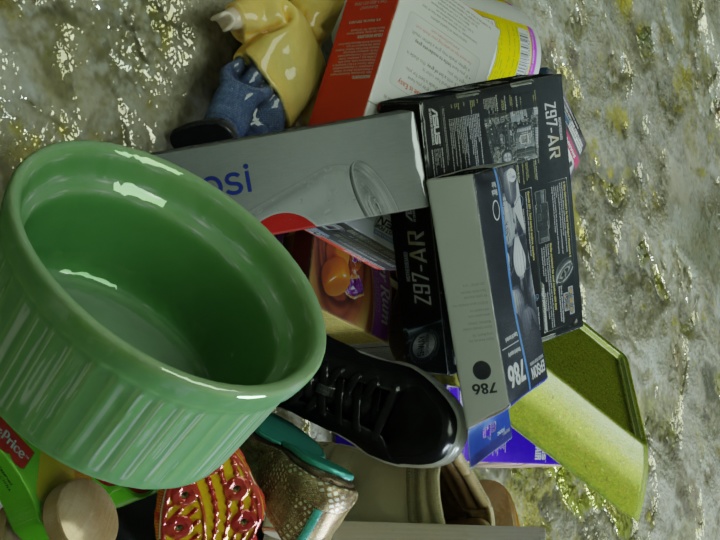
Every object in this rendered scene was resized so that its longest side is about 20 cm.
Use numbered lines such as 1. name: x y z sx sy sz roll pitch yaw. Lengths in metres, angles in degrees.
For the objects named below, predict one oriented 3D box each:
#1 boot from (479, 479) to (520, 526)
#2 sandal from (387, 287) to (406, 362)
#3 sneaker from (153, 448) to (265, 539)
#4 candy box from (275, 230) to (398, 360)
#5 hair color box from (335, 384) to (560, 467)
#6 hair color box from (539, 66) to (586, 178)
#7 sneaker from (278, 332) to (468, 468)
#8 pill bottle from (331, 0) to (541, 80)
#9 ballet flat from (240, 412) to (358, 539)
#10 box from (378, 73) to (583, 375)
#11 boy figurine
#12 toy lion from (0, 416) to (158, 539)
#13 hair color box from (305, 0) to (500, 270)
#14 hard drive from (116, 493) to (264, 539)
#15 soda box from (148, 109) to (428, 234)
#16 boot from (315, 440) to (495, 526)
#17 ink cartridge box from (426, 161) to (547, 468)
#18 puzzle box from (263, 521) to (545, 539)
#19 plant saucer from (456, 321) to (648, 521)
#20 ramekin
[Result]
1. boot: 0.132 0.284 1.512 0.144 0.071 0.202 8 83 -61
2. sandal: 0.075 0.003 1.366 0.055 0.082 0.200 78 20 -51
3. sneaker: -0.098 0.169 1.084 0.077 0.073 0.200 -119 -160 -44
4. candy box: 0.000 0.000 1.352 0.200 0.056 0.117 29 62 -52
5. hair color box: 0.078 0.130 1.404 0.200 0.109 0.065 8 79 -55
6. hair color box: 0.138 -0.084 1.561 0.100 0.060 0.200 58 43 -34
7. sneaker: -0.031 0.085 1.186 0.112 0.200 0.073 5 106 -53
8. pill bottle: 0.062 -0.189 1.422 0.200 0.104 0.105 4 83 -55
9. ballet flat: -0.053 0.141 1.136 0.070 0.200 0.065 25 90 -11
10. box: 0.093 -0.038 1.267 0.160 0.043 0.200 -17 105 -43
11. boy figurine: -0.070 -0.153 1.261 0.124 0.064 0.200 55 44 -37
12. toy lion: -0.186 0.071 1.036 0.200 0.069 0.192 50 39 -21
13. hair color box: 0.024 -0.111 1.269 0.111 0.064 0.200 29 72 -41
14. hard drive: -0.127 0.143 1.166 0.200 0.033 0.140 61 41 -32
15. soda box: -0.058 -0.060 1.154 0.063 0.200 0.068 -144 -136 -81
16. boot: 0.029 0.220 1.277 0.073 0.155 0.200 -28 109 -54
17. ink cartridge box: 0.092 0.028 1.178 0.099 0.039 0.200 -23 106 -67
18. puzzle box: 0.034 0.234 1.222 0.025 0.200 0.133 -79 168 -52
19. plant saucer: 0.165 0.083 1.414 0.200 0.048 0.200 38 23 -18
20. ramekin: -0.128 0.028 0.966 0.200 0.098 0.200 28 29 -17
